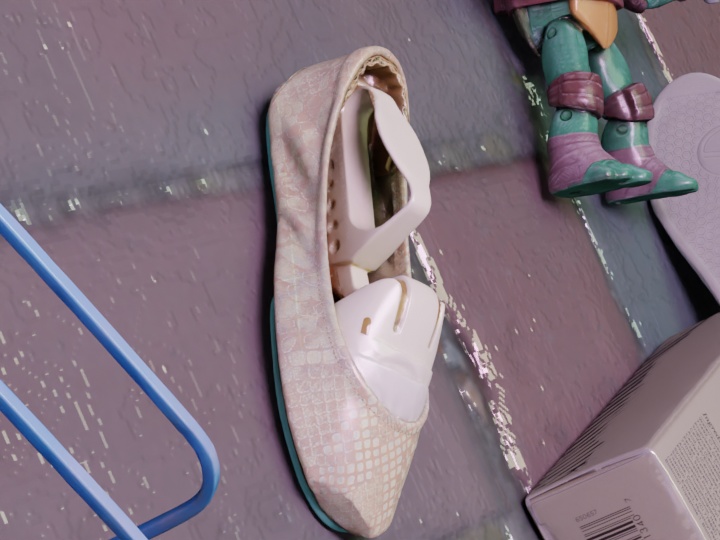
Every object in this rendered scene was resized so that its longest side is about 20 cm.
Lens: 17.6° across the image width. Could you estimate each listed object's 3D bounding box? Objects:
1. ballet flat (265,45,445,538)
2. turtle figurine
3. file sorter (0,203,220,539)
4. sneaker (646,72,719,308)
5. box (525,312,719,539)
[{"bbox_3d":[0.000,0.000,0.880,0.067,0.062,0.201,24,48,-45],"label":"ballet flat"},{"bbox_3d":[0.115,-0.135,1.120,0.149,0.100,0.202,-2,83,-41],"label":"turtle figurine"},{"bbox_3d":[-0.134,0.089,0.557,0.139,0.122,0.200,50,33,-21],"label":"file sorter"},{"bbox_3d":[0.207,-0.004,1.197,0.099,0.070,0.201,45,20,-59],"label":"sneaker"},{"bbox_3d":[0.150,0.085,1.033,0.083,0.068,0.200,61,31,-3],"label":"box"}]
